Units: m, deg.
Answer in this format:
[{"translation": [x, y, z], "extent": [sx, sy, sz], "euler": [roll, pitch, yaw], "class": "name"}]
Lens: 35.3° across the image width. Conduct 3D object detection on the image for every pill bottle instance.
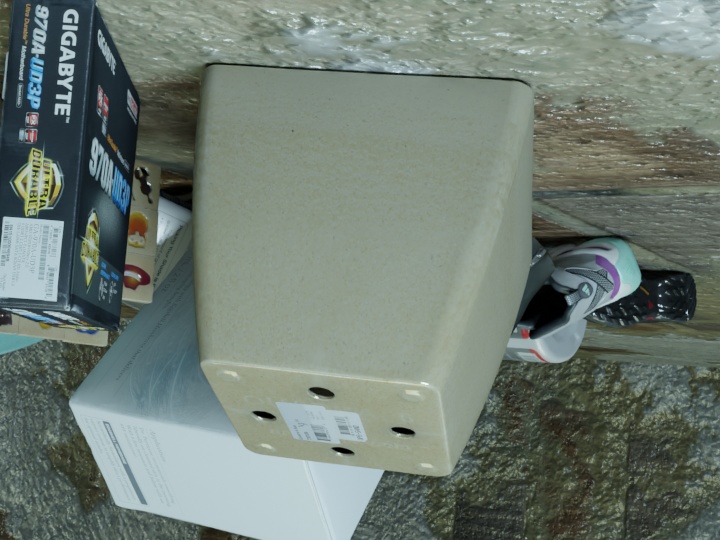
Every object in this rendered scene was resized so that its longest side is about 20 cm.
[{"translation": [0.164, 0.050, 1.374], "extent": [0.198, 0.116, 0.113], "euler": [0, 171, 44], "class": "pill bottle"}]

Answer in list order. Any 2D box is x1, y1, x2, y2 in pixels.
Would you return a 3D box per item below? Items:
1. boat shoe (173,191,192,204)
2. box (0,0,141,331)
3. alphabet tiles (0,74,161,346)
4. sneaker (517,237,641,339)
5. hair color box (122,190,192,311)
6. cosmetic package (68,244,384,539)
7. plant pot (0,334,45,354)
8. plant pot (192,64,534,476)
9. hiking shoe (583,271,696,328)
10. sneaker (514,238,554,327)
[{"translation": [-0.154, -0.044, 1.103], "extent": [0.075, 0.061, 0.199], "euler": [19, 165, -41], "class": "boat shoe"}, {"translation": [-0.168, -0.050, 0.660], "extent": [0.045, 0.161, 0.200], "euler": [4, 173, -4], "class": "box"}, {"translation": [-0.220, -0.041, 0.745], "extent": [0.198, 0.170, 0.007], "euler": [12, 165, -42], "class": "alphabet tiles"}, {"translation": [0.169, 0.026, 1.130], "extent": [0.139, 0.078, 0.200], "euler": [-26, 180, -29], "class": "sneaker"}, {"translation": [-0.163, -0.008, 1.010], "extent": [0.198, 0.101, 0.061], "euler": [26, -176, -16], "class": "hair color box"}, {"translation": [-0.073, 0.086, 0.861], "extent": [0.198, 0.200, 0.124], "euler": [7, 132, 24], "class": "cosmetic package"}, {"translation": [-0.289, -0.027, 0.864], "extent": [0.159, 0.204, 0.200], "euler": [-6, 177, -16], "class": "plant pot"}, {"translation": [-0.001, 0.013, 0.691], "extent": [0.197, 0.179, 0.200], "euler": [4, 150, 11], "class": "plant pot"}, {"translation": [0.281, 0.032, 1.274], "extent": [0.198, 0.077, 0.100], "euler": [9, 169, -30], "class": "hiking shoe"}, {"translation": [0.080, -0.025, 1.015], "extent": [0.200, 0.107, 0.075], "euler": [42, 174, -25], "class": "sneaker"}]
